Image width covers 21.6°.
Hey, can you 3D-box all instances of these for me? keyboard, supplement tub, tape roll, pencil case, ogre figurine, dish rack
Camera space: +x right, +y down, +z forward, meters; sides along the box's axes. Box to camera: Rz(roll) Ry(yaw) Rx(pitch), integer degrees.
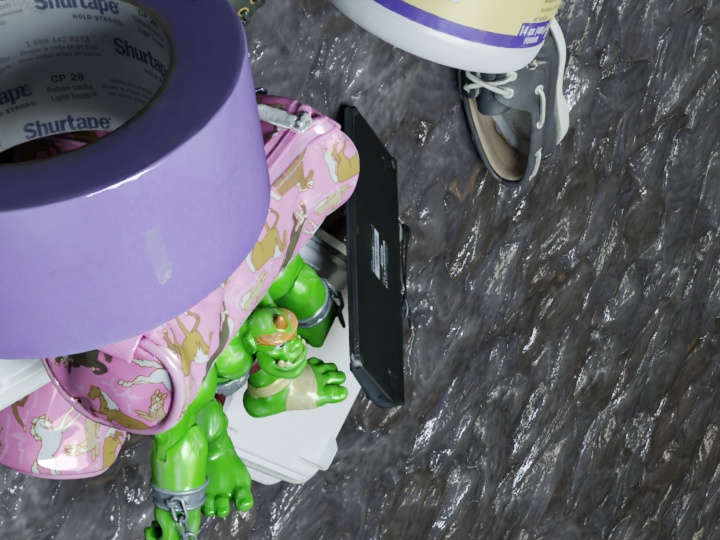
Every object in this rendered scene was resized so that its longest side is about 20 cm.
[{"bbox_3d":[0.000,0.000,1.208,0.104,0.040,0.201,51,32,-50],"label":"keyboard"},{"bbox_3d":[0.072,-0.233,1.095,0.145,0.145,0.200,-15,134,-52],"label":"supplement tub"},{"bbox_3d":[-0.144,-0.057,0.863,0.200,0.200,0.085,-43,142,-33],"label":"tape roll"},{"bbox_3d":[-0.155,0.009,1.009,0.087,0.083,0.201,-52,155,-69],"label":"pencil case"},{"bbox_3d":[-0.074,0.057,1.092,0.200,0.098,0.120,-38,138,-24],"label":"ogre figurine"},{"bbox_3d":[-0.045,0.059,1.248,0.172,0.043,0.200,-62,148,-3],"label":"dish rack"},{"bbox_3d":[-0.077,-0.007,0.935,0.200,0.083,0.087,-54,136,-40],"label":"pencil case"}]

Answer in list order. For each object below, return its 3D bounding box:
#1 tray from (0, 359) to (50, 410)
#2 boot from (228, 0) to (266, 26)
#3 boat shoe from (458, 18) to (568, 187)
[{"bbox_3d":[-0.200,0.035,0.933,0.200,0.022,0.108,-31,126,-15],"label":"tray"},{"bbox_3d":[-0.033,-0.163,1.007,0.077,0.199,0.139,-94,-155,-76],"label":"boot"},{"bbox_3d":[0.100,-0.131,1.314,0.060,0.074,0.200,-58,157,-21],"label":"boat shoe"}]
